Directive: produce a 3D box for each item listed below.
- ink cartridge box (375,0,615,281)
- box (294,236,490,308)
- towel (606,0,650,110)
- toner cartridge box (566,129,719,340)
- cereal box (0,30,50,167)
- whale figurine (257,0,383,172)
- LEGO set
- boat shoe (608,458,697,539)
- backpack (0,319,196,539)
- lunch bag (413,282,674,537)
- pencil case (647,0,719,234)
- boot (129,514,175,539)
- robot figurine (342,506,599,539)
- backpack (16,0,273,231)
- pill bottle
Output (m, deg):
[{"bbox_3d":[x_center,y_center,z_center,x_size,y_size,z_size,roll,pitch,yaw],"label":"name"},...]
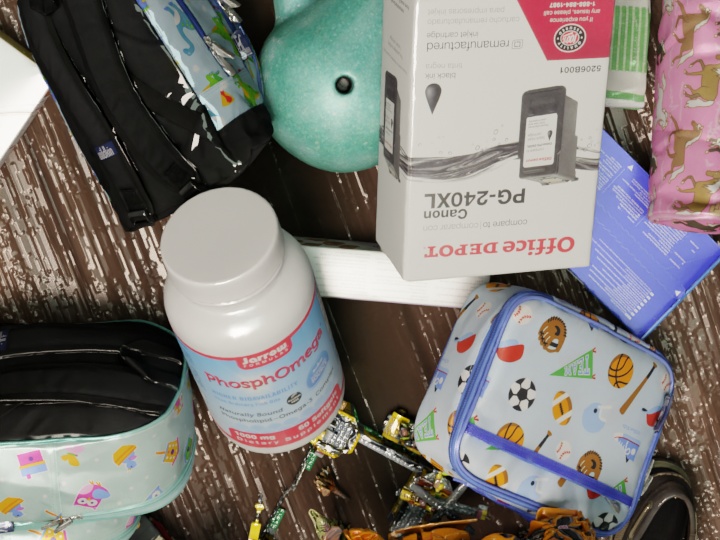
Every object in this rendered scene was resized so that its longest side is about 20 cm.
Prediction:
[{"bbox_3d":[0.090,-0.101,1.088,0.143,0.083,0.203,-5,113,-14],"label":"ink cartridge box"},{"bbox_3d":[0.000,0.000,1.206,0.197,0.039,0.042,4,101,-1],"label":"box"},{"bbox_3d":[0.145,-0.223,1.147,0.150,0.023,0.203,3,90,-12],"label":"towel"},{"bbox_3d":[0.173,-0.051,1.197,0.200,0.043,0.095,44,97,-7],"label":"toner cartridge box"},{"bbox_3d":[-0.338,-0.107,1.182,0.143,0.040,0.201,35,98,-6],"label":"cereal box"},{"bbox_3d":[0.006,-0.167,1.143,0.158,0.104,0.201,33,96,-6],"label":"whale figurine"},{"bbox_3d":[-0.011,0.205,1.202,0.153,0.116,0.201,35,98,-7],"label":"LEGO set"},{"bbox_3d":[0.219,0.251,1.236,0.073,0.073,0.203,5,100,-2],"label":"boat shoe"},{"bbox_3d":[-0.217,0.120,1.159,0.197,0.176,0.155,-10,117,1],"label":"backpack"},{"bbox_3d":[0.142,0.110,1.167,0.199,0.075,0.162,27,81,-31],"label":"lunch bag"},{"bbox_3d":[0.255,-0.124,1.143,0.082,0.087,0.203,6,86,-4],"label":"pencil case"},{"bbox_3d":[-0.230,0.233,1.234,0.154,0.073,0.204,-43,90,-2],"label":"boot"},{"bbox_3d":[0.087,0.210,1.098,0.197,0.145,0.059,-6,101,-2],"label":"robot figurine"},{"bbox_3d":[-0.158,-0.154,1.123,0.200,0.154,0.162,48,139,-15],"label":"backpack"},{"bbox_3d":[-0.078,0.036,1.124,0.107,0.110,0.201,-14,142,2],"label":"pill bottle"}]
